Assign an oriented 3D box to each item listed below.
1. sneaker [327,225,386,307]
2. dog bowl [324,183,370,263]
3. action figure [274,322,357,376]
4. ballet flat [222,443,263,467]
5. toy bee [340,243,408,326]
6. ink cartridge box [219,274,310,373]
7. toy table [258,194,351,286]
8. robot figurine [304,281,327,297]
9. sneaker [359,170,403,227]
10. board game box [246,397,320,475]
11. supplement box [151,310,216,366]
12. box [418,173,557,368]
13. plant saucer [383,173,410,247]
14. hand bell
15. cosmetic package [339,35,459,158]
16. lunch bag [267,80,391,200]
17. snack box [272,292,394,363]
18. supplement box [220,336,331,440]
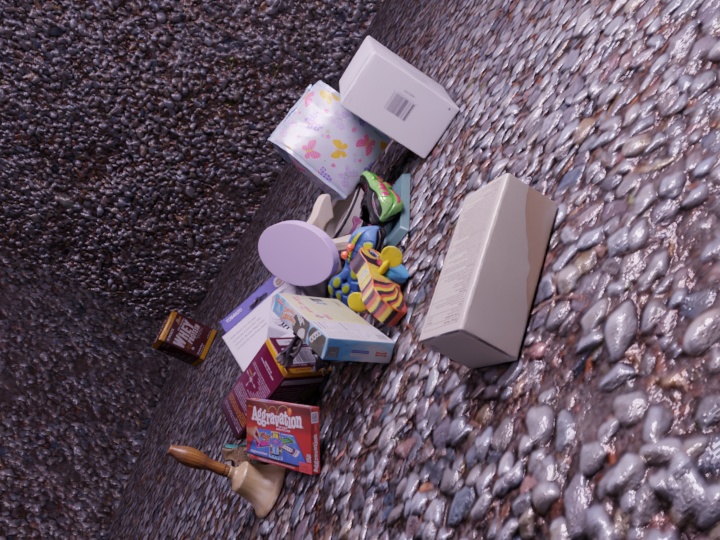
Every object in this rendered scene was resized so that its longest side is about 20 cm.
[{"bbox_3d":[0.000,-0.001,1.233,0.083,0.071,0.200,-25,-33,-47],"label":"sneaker"},{"bbox_3d":[-0.025,-0.105,1.457,0.200,0.074,0.200,-53,18,26],"label":"dog bowl"},{"bbox_3d":[-0.076,0.131,1.135,0.102,0.119,0.200,-62,22,10],"label":"action figure"},{"bbox_3d":[-0.243,0.387,1.351,0.200,0.070,0.066,144,135,-64],"label":"ballet flat"},{"bbox_3d":[0.015,0.008,1.091,0.131,0.108,0.200,-61,16,8],"label":"toy bee"},{"bbox_3d":[-0.183,0.108,1.352,0.200,0.041,0.200,-42,58,3],"label":"ink cartridge box"},{"bbox_3d":[-0.093,-0.049,1.317,0.117,0.200,0.184,-26,-55,-45],"label":"toy table"},{"bbox_3d":[-0.132,0.045,1.468,0.200,0.113,0.170,-86,9,-55],"label":"robot figurine"},{"bbox_3d":[0.024,-0.137,1.293,0.084,0.077,0.200,-54,16,13],"label":"sneaker"},{"bbox_3d":[-0.132,0.271,1.101,0.200,0.019,0.103,-7,81,50],"label":"board game box"},{"bbox_3d":[-0.736,0.286,2.763,0.197,0.200,0.133,-32,34,60],"label":"supplement box"},{"bbox_3d":[0.146,0.002,0.754,0.095,0.078,0.200,-28,37,63],"label":"box"},{"bbox_3d":[0.070,-0.115,1.283,0.070,0.019,0.200,-51,20,34],"label":"plant saucer"},{"bbox_3d":[-0.243,0.349,1.164,0.104,0.200,0.104,-54,17,26],"label":"hand bell"},{"bbox_3d":[0.070,-0.351,1.332,0.123,0.199,0.200,-53,18,23],"label":"cosmetic package"},{"bbox_3d":[-0.068,-0.272,1.388,0.170,0.200,0.127,-54,19,-5],"label":"lunch bag"},{"bbox_3d":[-0.047,0.087,1.037,0.200,0.116,0.037,32,111,57],"label":"snack box"},{"bbox_3d":[-0.160,0.218,1.236,0.200,0.110,0.086,-53,54,28],"label":"supplement box"}]
